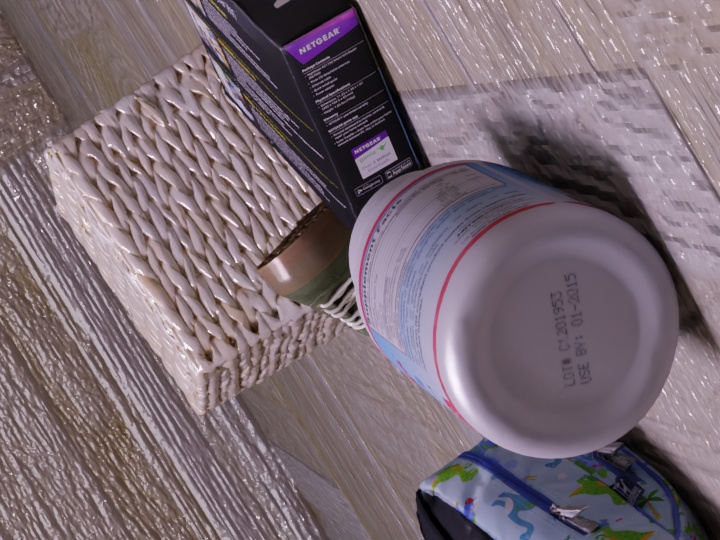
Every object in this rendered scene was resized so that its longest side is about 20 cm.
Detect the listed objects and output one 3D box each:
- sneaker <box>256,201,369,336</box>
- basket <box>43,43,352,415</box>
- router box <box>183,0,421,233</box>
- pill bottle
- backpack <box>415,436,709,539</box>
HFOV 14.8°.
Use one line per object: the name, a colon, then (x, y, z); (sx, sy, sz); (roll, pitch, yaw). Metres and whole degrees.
sneaker: (0.000, 0.000, 1.647); (0.090, 0.067, 0.200); (50, -168, -3)
basket: (-0.090, -0.027, 1.842); (0.200, 0.161, 0.198); (55, 171, 7)
router box: (-0.042, -0.121, 1.560); (0.200, 0.051, 0.149); (48, 166, 49)
pill bottle: (0.060, 0.010, 1.248); (0.109, 0.109, 0.200); (60, 172, -17)
backpack: (0.116, 0.160, 1.450); (0.200, 0.154, 0.163); (18, 148, 43)
